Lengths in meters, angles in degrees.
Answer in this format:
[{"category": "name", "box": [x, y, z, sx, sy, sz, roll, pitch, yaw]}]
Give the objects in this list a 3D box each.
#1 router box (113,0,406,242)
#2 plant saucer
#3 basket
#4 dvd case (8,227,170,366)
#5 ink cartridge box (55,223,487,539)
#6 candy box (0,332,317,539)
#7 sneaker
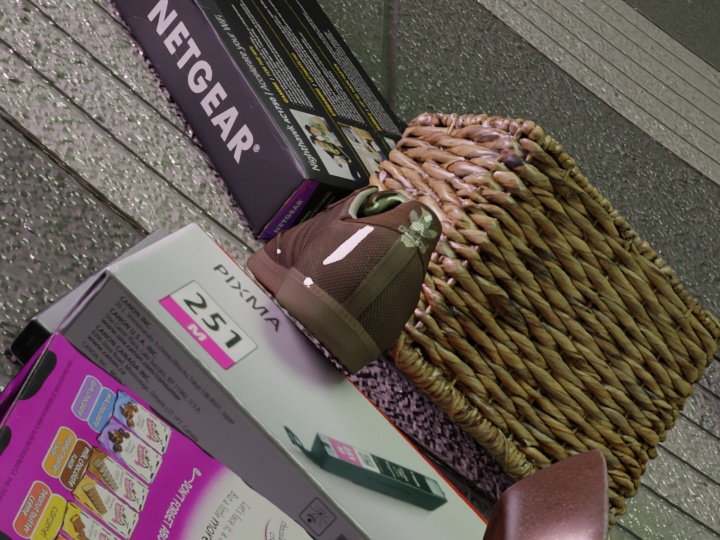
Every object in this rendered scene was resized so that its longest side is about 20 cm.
[{"category": "router box", "box": [-0.042, -0.095, 1.168, 0.149, 0.051, 0.201, 13, 37, -50]}, {"category": "plant saucer", "box": [0.050, 0.159, 0.710, 0.034, 0.202, 0.201, 12, 25, 0]}, {"category": "basket", "box": [0.071, 0.031, 1.080, 0.200, 0.150, 0.142, 43, -18, -31]}, {"category": "dvd case", "box": [-0.048, 0.075, 0.883, 0.200, 0.025, 0.150, 44, 22, 0]}, {"category": "ink cartridge box", "box": [-0.017, 0.063, 0.871, 0.200, 0.044, 0.173, 46, 23, 4]}, {"category": "candy box", "box": [-0.062, 0.129, 0.707, 0.200, 0.061, 0.137, 39, 21, -10]}, {"category": "sneaker", "box": [0.000, 0.000, 0.924, 0.070, 0.076, 0.200, 45, -2, -10]}]
